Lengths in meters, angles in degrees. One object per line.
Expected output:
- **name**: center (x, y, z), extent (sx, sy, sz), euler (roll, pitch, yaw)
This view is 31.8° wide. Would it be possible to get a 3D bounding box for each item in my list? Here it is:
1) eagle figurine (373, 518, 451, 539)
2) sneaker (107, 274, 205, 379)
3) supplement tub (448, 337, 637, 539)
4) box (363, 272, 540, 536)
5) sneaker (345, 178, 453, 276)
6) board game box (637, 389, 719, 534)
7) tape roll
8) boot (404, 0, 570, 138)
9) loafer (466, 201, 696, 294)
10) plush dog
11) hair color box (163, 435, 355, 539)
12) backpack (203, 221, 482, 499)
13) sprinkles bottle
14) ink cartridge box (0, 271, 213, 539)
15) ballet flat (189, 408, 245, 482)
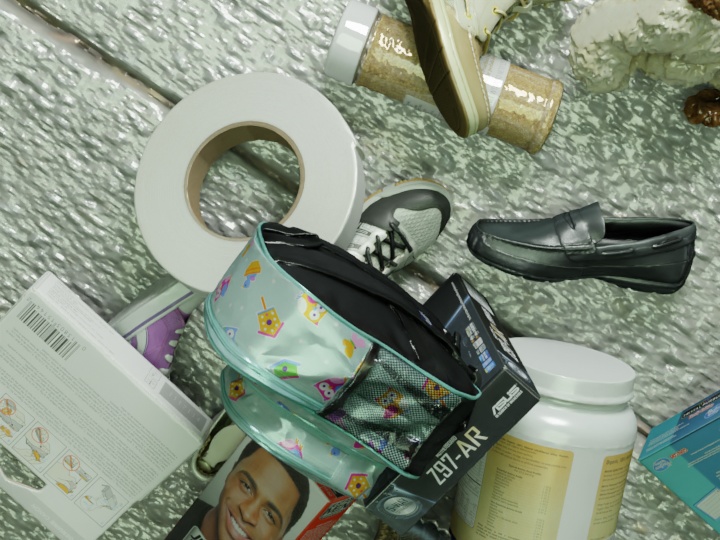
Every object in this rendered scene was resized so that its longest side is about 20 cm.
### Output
- **eagle figurine**: center (0.023, 0.263, 1.119), extent (0.200, 0.151, 0.152), euler (-47, 75, 16)
- **sneaker**: center (-0.183, 0.083, 1.150), extent (0.200, 0.073, 0.114), euler (-39, 100, 21)
- **supplement tub**: center (0.160, 0.172, 1.101), extent (0.143, 0.144, 0.202), euler (10, 102, 2)
- **box**: center (0.059, 0.105, 1.066), extent (0.043, 0.200, 0.160), euler (40, 103, -20)
- **sneaker**: center (0.000, 0.000, 1.098), extent (0.199, 0.088, 0.076), euler (-33, 121, 11)
- **board game box**: center (0.367, 0.189, 1.101), extent (0.200, 0.047, 0.151), euler (42, 138, -5)
- **tape roll**: center (-0.094, -0.071, 1.080), extent (0.201, 0.037, 0.205), euler (-4, 73, 12)
- **boot**: center (0.119, -0.213, 1.029), extent (0.153, 0.072, 0.202), euler (-10, 74, -12)
- **loafer**: center (0.192, -0.028, 1.094), extent (0.198, 0.068, 0.071), euler (6, 120, -4)
- **plush dog**: center (0.293, -0.208, 1.022), extent (0.171, 0.160, 0.202), euler (15, 104, -36)
- **hair color box**: center (-0.095, 0.226, 1.131), extent (0.102, 0.061, 0.200), euler (49, 116, 23)
- **backpack**: center (-0.029, 0.062, 0.964), extent (0.200, 0.176, 0.153), euler (41, 100, -18)
- **sprinkles bottle**: center (0.071, -0.164, 1.080), extent (0.198, 0.068, 0.069), euler (21, 102, -1)
- **ink cartridge box**: center (-0.261, 0.129, 1.118), extent (0.200, 0.045, 0.176), euler (44, 111, -10)
- **ballet flat**: center (-0.086, 0.120, 1.148), extent (0.069, 0.069, 0.200), euler (40, 101, -4)
